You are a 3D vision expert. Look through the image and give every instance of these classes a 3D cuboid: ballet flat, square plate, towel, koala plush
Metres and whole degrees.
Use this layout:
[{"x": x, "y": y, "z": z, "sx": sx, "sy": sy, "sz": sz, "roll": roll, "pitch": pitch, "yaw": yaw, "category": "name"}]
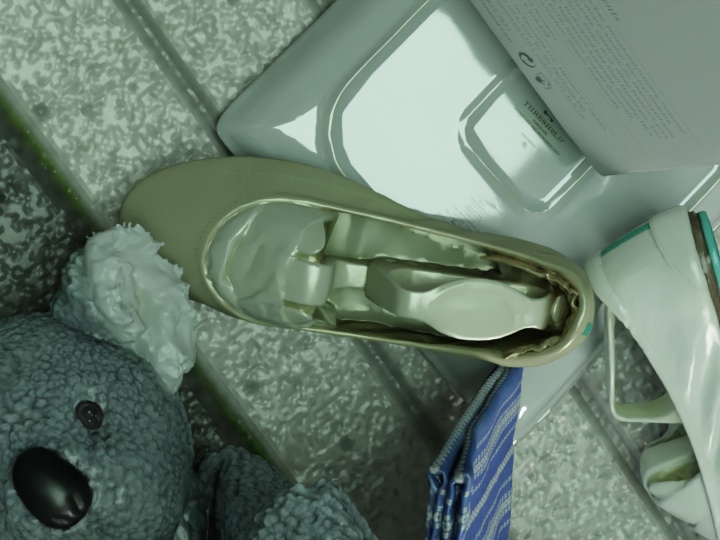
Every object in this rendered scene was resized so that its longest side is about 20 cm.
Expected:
[{"x": 0.144, "y": 0.063, "z": 0.958, "sx": 0.069, "sy": 0.069, "sz": 0.201, "roll": -28, "pitch": 119, "yaw": -11, "category": "ballet flat"}, {"x": 0.073, "y": -0.059, "z": 0.939, "sx": 0.198, "sy": 0.028, "sz": 0.200, "roll": -46, "pitch": 108, "yaw": -7, "category": "square plate"}, {"x": 0.048, "y": 0.150, "z": 0.897, "sx": 0.024, "sy": 0.145, "sz": 0.201, "roll": 6, "pitch": 106, "yaw": 13, "category": "towel"}, {"x": 0.000, "y": 0.000, "z": 0.883, "sx": 0.199, "sy": 0.069, "sz": 0.070, "roll": 10, "pitch": 95, "yaw": -5, "category": "ballet flat"}, {"x": -0.094, "y": 0.100, "z": 0.860, "sx": 0.177, "sy": 0.184, "sz": 0.200, "roll": -41, "pitch": 87, "yaw": 7, "category": "koala plush"}]

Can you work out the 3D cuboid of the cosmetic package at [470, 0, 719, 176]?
[{"x": 0.175, "y": -0.147, "z": 0.847, "sx": 0.199, "sy": 0.200, "sz": 0.123, "roll": -45, "pitch": 107, "yaw": -20, "category": "cosmetic package"}]
